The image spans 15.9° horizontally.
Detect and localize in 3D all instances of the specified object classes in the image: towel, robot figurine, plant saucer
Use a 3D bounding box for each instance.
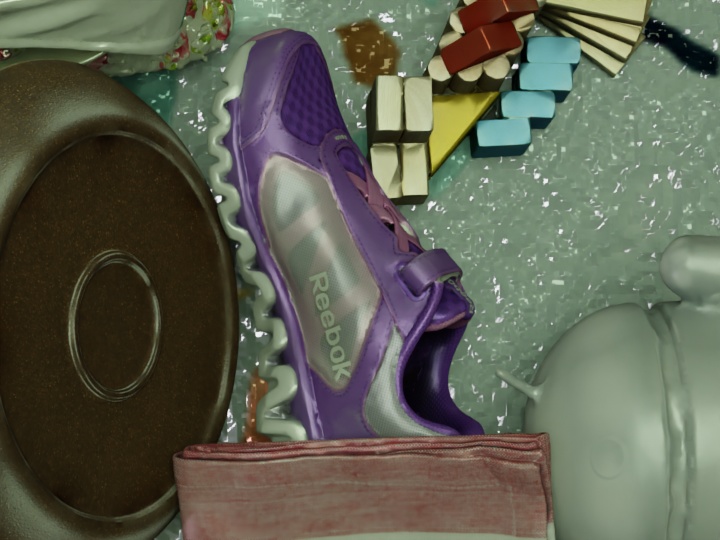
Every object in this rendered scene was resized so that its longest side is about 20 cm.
[{"bbox_3d":[0.008,0.161,0.986,0.144,0.023,0.200,-3,101,8],"label":"towel"},{"bbox_3d":[0.150,0.068,1.010,0.200,0.113,0.170,-1,105,-5],"label":"robot figurine"},{"bbox_3d":[-0.101,0.021,0.965,0.032,0.200,0.201,0,79,32],"label":"plant saucer"}]

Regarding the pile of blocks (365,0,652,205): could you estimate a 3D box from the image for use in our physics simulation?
[{"bbox_3d":[0.073,-0.104,1.057,0.082,0.062,0.200,35,80,1],"label":"pile of blocks"}]

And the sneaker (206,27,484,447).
[{"bbox_3d":[0.000,0.000,1.013,0.088,0.080,0.201,-13,86,27],"label":"sneaker"}]

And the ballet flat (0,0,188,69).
[{"bbox_3d":[-0.161,-0.098,0.987,0.200,0.069,0.070,-3,81,3],"label":"ballet flat"}]

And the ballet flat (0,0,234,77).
[{"bbox_3d":[-0.149,-0.119,1.035,0.200,0.064,0.076,4,60,-5],"label":"ballet flat"}]
